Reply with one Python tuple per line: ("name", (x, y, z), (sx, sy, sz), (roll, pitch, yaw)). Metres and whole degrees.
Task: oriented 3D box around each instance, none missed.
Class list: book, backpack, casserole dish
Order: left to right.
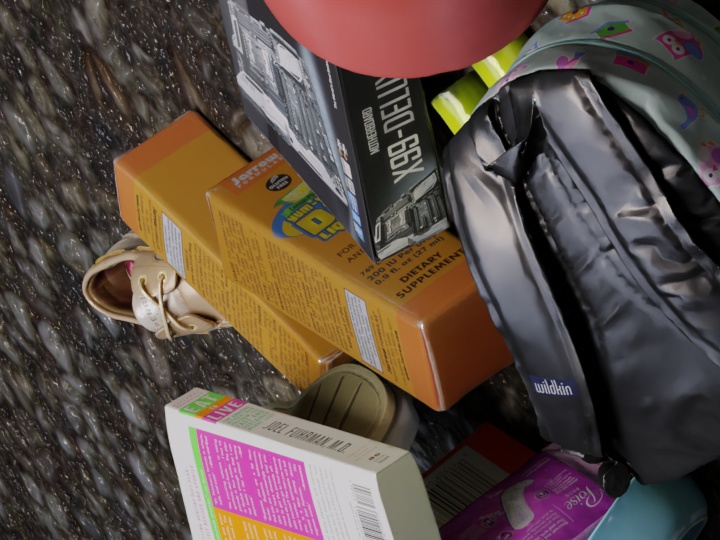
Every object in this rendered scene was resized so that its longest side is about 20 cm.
("book", (-0.026, 0.143, 1.629), (0.200, 0.048, 0.134), (14, 127, 52))
("casserole dish", (0.120, 0.177, 1.536), (0.039, 0.200, 0.121), (35, -170, 12))
("backpack", (0.130, -0.019, 1.305), (0.167, 0.127, 0.200), (-28, 102, 37))

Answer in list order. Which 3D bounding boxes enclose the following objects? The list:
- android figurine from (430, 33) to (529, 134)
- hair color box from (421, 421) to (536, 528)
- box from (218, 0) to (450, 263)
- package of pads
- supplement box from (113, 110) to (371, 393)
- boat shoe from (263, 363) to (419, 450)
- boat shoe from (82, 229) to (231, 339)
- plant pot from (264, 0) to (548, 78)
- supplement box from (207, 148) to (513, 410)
("android figurine", (0.112, -0.021, 1.464), (0.200, 0.041, 0.182), (56, 156, 3))
("hair color box", (0.069, 0.199, 1.742), (0.064, 0.111, 0.200), (33, 149, 35))
("box", (-0.023, -0.127, 1.534), (0.158, 0.050, 0.200), (49, 159, 43))
("package of pads", (0.106, 0.205, 1.668), (0.076, 0.120, 0.200), (32, 148, 42))
("supplement box", (-0.062, -0.005, 1.781), (0.200, 0.066, 0.069), (43, 154, 28))
("boat shoe", (-0.013, 0.106, 1.712), (0.068, 0.075, 0.200), (33, 158, -18))
("boat shoe", (-0.116, 0.014, 1.905), (0.200, 0.069, 0.074), (4, 125, 61))
("plant pot", (0.014, -0.185, 1.263), (0.200, 0.200, 0.177), (45, 165, 22))
("supplement box", (0.000, 0.000, 1.651), (0.200, 0.067, 0.069), (29, 145, 45))
